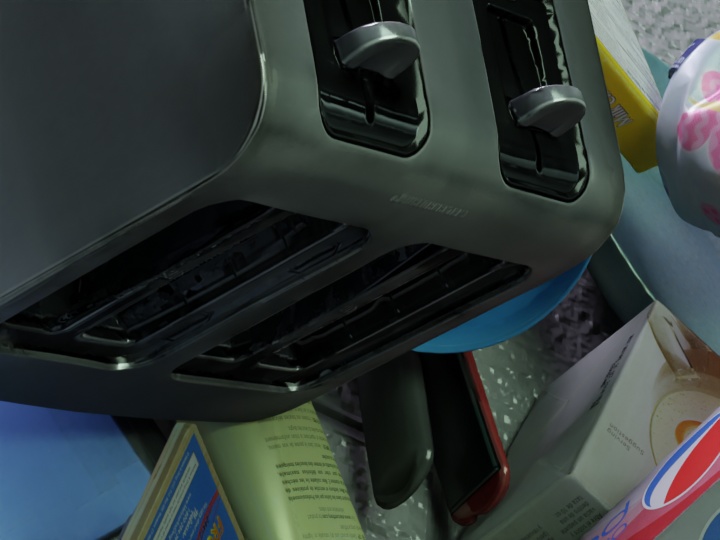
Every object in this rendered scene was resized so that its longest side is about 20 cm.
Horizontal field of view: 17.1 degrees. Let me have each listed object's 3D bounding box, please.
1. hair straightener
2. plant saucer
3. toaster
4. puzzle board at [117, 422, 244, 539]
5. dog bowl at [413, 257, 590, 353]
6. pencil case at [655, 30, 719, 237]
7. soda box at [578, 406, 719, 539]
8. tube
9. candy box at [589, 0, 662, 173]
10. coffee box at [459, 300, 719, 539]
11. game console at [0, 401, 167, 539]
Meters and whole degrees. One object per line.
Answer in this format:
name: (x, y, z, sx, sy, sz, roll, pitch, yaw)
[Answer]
hair straightener: (0.000, 0.000, 0.901, 0.077, 0.041, 0.200, 13, 52, -33)
plant saucer: (0.137, -0.007, 1.006, 0.201, 0.039, 0.201, 36, 32, -27)
toaster: (-0.046, -0.041, 0.714, 0.181, 0.200, 0.119, 14, 55, -51)
puzzle board: (-0.061, 0.165, 0.681, 0.200, 0.017, 0.151, -68, 147, -47)
dog bowl: (0.001, -0.064, 0.845, 0.200, 0.111, 0.050, 48, 17, -10)
pencil case: (0.207, -0.034, 0.892, 0.091, 0.200, 0.083, -46, 135, -21)
soda box: (0.112, 0.105, 0.791, 0.070, 0.200, 0.063, 41, 19, -6)
tube: (-0.043, 0.046, 0.825, 0.058, 0.052, 0.200, -18, 71, -28)
candy box: (0.063, -0.120, 0.901, 0.200, 0.026, 0.102, 40, 29, -54)
coffee box: (0.144, 0.125, 0.896, 0.200, 0.080, 0.114, 42, 41, -6)
game console: (-0.125, 0.037, 0.706, 0.176, 0.116, 0.200, -27, 79, -39)
